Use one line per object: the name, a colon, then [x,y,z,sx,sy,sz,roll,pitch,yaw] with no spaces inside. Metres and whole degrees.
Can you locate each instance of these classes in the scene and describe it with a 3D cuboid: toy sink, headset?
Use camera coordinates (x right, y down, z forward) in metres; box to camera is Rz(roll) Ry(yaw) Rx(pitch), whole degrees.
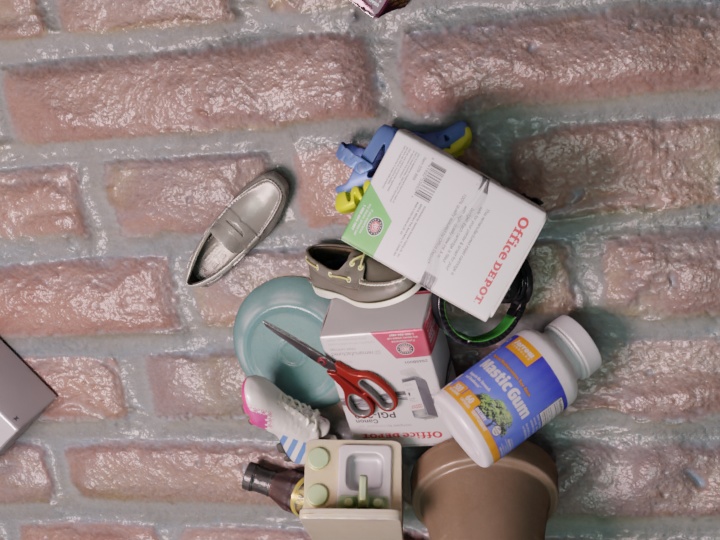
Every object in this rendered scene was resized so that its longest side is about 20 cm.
toy sink: [-0.008,0.288,1.490,0.129,0.200,0.113,-1,69,4]
headset: [0.168,0.001,1.402,0.123,0.094,0.202,21,91,-23]

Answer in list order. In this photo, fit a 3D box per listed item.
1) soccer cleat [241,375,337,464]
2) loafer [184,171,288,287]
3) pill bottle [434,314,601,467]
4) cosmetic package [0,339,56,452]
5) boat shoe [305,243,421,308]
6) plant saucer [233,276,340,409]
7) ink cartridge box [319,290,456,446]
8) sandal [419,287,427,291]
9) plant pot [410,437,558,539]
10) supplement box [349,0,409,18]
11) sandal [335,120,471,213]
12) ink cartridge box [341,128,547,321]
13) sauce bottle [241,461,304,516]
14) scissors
soccer cleat: [-0.093,0.199,1.546,0.085,0.070,0.200,-12,141,17]
loafer: [-0.167,-0.049,1.509,0.070,0.070,0.200,39,115,-1]
pill bottle: [0.200,0.144,1.413,0.199,0.112,0.113,-36,99,-11]
cosmetic package: [-0.605,0.200,1.697,0.199,0.123,0.200,46,116,-3]
boat shoe: [-0.002,0.002,1.437,0.201,0.072,0.061,7,126,51]
plant saucer: [-0.090,0.109,1.563,0.198,0.036,0.202,5,111,14]
ink cartridge box: [0.044,0.134,1.480,0.144,0.085,0.201,-5,126,18]
sandal: [0.070,0.015,1.479,0.075,0.043,0.201,23,117,-2]
plant pot: [0.166,0.339,1.462,0.198,0.176,0.202,0,133,0]
supplement box: [0.050,-0.403,1.288,0.103,0.131,0.201,37,114,2]
sandal: [0.044,-0.145,1.414,0.198,0.079,0.088,-23,85,17]
ink cartridge box: [0.100,-0.054,1.325,0.199,0.084,0.147,30,100,4]
sauce bottle: [-0.073,0.326,1.621,0.198,0.066,0.067,15,113,9]
scissors: [-0.034,0.117,1.429,0.073,0.014,0.200,-30,112,35]
